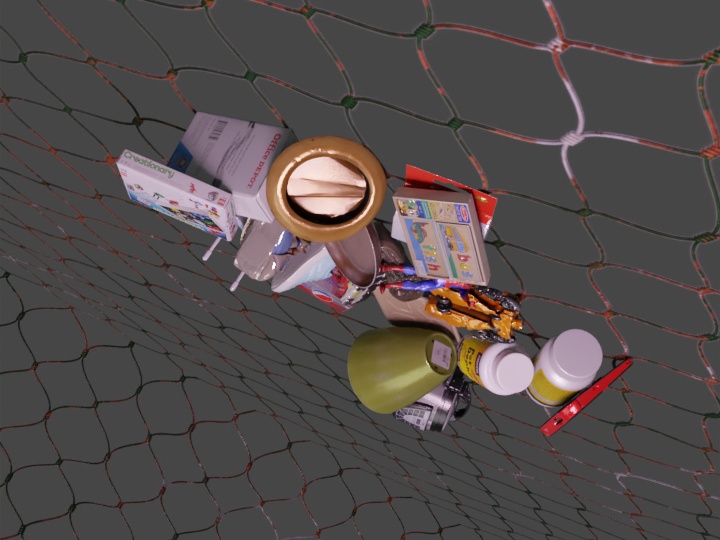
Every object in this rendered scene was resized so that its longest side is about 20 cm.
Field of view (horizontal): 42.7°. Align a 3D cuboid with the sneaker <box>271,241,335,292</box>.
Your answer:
[{"bbox_3d":[-0.100,0.001,1.882,0.082,0.074,0.200,35,131,-27],"label":"sneaker"}]

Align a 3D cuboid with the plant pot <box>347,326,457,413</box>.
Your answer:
[{"bbox_3d":[0.106,0.194,1.951,0.187,0.188,0.200,36,145,-25],"label":"plant pot"}]

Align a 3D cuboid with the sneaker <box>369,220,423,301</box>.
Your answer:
[{"bbox_3d":[0.071,-0.018,1.742,0.070,0.076,0.200,-14,143,15],"label":"sneaker"}]

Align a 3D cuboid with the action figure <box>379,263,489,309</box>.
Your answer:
[{"bbox_3d":[0.139,0.024,1.655,0.199,0.066,0.099,0,-163,-7],"label":"action figure"}]

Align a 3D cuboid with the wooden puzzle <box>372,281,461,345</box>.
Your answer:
[{"bbox_3d":[0.124,0.083,1.944,0.199,0.046,0.185,20,158,26],"label":"wooden puzzle"}]

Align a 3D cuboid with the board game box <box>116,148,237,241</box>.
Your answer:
[{"bbox_3d":[-0.306,-0.125,1.555,0.199,0.035,0.126,23,158,6],"label":"board game box"}]

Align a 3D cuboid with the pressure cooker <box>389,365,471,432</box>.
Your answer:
[{"bbox_3d":[0.165,0.284,2.176,0.199,0.179,0.176,22,-171,8],"label":"pressure cooker"}]

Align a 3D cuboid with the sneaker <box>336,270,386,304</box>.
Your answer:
[{"bbox_3d":[0.000,0.000,1.852,0.077,0.085,0.200,-10,160,-34],"label":"sneaker"}]

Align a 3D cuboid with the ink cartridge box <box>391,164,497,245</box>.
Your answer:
[{"bbox_3d":[0.136,-0.087,1.539,0.160,0.047,0.200,22,159,8],"label":"ink cartridge box"}]

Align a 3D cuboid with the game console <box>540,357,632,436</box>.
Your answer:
[{"bbox_3d":[0.442,0.250,1.820,0.031,0.177,0.200,48,163,13],"label":"game console"}]

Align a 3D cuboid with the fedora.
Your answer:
[{"bbox_3d":[-0.059,-0.144,1.534,0.200,0.201,0.082,35,-164,-23],"label":"fedora"}]

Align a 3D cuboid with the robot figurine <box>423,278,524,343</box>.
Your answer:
[{"bbox_3d":[0.220,0.066,1.756,0.199,0.058,0.145,18,140,18],"label":"robot figurine"}]

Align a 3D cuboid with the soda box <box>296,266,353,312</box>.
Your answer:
[{"bbox_3d":[-0.098,0.011,1.989,0.200,0.064,0.070,32,156,-15],"label":"soda box"}]

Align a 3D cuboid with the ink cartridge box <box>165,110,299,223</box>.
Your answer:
[{"bbox_3d":[-0.216,-0.179,1.579,0.199,0.145,0.084,15,156,25],"label":"ink cartridge box"}]

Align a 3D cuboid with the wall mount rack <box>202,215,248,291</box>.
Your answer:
[{"bbox_3d":[-0.255,-0.069,1.840,0.074,0.174,0.200,-17,143,14],"label":"wall mount rack"}]

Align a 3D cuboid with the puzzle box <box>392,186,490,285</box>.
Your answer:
[{"bbox_3d":[0.138,-0.055,1.534,0.133,0.025,0.200,7,141,26],"label":"puzzle box"}]

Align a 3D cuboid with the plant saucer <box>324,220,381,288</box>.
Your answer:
[{"bbox_3d":[-0.018,-0.065,1.662,0.200,0.032,0.201,45,149,38],"label":"plant saucer"}]

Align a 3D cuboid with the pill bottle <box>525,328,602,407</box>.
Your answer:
[{"bbox_3d":[0.394,0.189,1.792,0.114,0.115,0.200,24,158,5],"label":"pill bottle"}]

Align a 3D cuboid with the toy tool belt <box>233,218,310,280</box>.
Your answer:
[{"bbox_3d":[-0.155,-0.075,1.790,0.125,0.200,0.123,38,-162,14],"label":"toy tool belt"}]

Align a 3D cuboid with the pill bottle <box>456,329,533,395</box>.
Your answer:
[{"bbox_3d":[0.271,0.184,1.844,0.109,0.110,0.200,31,178,-14],"label":"pill bottle"}]
